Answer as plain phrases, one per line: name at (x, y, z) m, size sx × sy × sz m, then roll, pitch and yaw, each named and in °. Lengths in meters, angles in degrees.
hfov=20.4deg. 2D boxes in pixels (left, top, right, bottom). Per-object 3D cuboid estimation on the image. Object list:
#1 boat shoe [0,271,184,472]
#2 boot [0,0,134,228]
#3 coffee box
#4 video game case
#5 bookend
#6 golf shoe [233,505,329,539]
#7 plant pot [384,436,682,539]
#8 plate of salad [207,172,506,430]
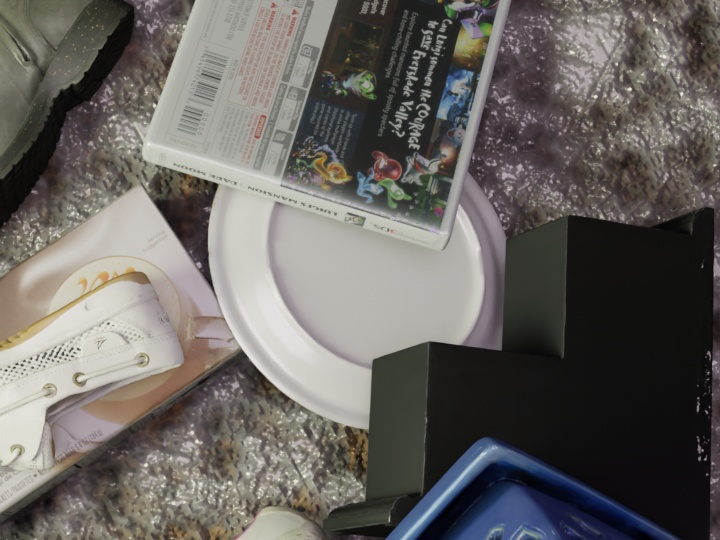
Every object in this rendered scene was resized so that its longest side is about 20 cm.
boat shoe at (-0.186, 0.077, 1.071) m, size 0.200 × 0.071 × 0.069 m, roll -31°, pitch 86°, yaw -8°
boot at (-0.236, -0.112, 1.183) m, size 0.130 × 0.068 × 0.200 m, roll 31°, pitch 74°, yaw 5°
coffee box at (-0.177, 0.055, 1.151) m, size 0.200 × 0.080 × 0.115 m, roll -33°, pitch 87°, yaw -7°
video game case at (-0.014, -0.122, 1.179) m, size 0.181 × 0.023 × 0.200 m, roll 17°, pitch 59°, yaw -2°
bookend at (0.092, 0.056, 1.127) m, size 0.199 × 0.092 × 0.199 m, roll 8°, pitch 77°, yaw -23°
golf shoe at (-0.084, 0.219, 1.149) m, size 0.200 × 0.092 × 0.075 m, roll -44°, pitch 125°, yaw 10°
plant pot at (0.092, 0.211, 0.995) m, size 0.200 × 0.180 × 0.200 m, roll 30°, pitch 108°, yaw -31°
plate of salad at (0.000, 0.000, 1.176) m, size 0.200 × 0.048 × 0.201 m, roll 10°, pitch 66°, yaw -24°
